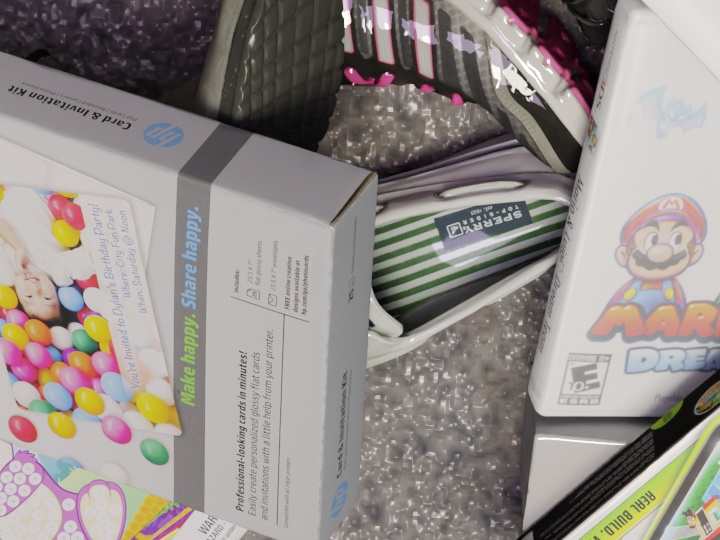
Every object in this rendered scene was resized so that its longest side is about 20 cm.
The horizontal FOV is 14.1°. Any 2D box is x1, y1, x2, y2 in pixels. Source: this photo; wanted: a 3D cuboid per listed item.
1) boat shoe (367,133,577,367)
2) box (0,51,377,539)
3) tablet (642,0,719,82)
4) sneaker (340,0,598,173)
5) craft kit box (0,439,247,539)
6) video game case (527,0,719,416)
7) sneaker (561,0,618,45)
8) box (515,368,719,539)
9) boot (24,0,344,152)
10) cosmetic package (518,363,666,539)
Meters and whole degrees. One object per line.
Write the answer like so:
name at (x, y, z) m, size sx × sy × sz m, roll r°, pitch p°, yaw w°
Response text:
boat shoe at (0.000, 0.000, 1.165) m, size 0.199 × 0.067 × 0.074 m, roll -28°, pitch 104°, yaw 10°
box at (-0.094, 0.006, 1.080) m, size 0.199 × 0.041 × 0.157 m, roll 19°, pitch 130°, yaw 18°
tablet at (0.136, -0.150, 1.032) m, size 0.200 × 0.014 × 0.130 m, roll 44°, pitch 83°, yaw -18°
sneaker at (0.008, -0.094, 1.134) m, size 0.200 × 0.074 × 0.088 m, roll 39°, pitch 105°, yaw -5°
craft kit box at (-0.169, 0.104, 1.216) m, size 0.197 × 0.049 × 0.200 m, roll 36°, pitch 106°, yaw -6°
video game case at (0.176, -0.021, 1.124) m, size 0.199 × 0.024 × 0.183 m, roll 1°, pitch 124°, yaw -15°
sneaker at (0.097, -0.138, 1.117) m, size 0.200 × 0.076 × 0.091 m, roll 38°, pitch 109°, yaw -9°
box at (0.154, 0.098, 1.123) m, size 0.200 × 0.035 × 0.110 m, roll -42°, pitch 104°, yaw 15°
boot at (-0.084, -0.054, 1.113) m, size 0.130 × 0.068 × 0.201 m, roll 28°, pitch 126°, yaw 23°
cosmetic package at (0.165, 0.082, 1.179) m, size 0.199 × 0.083 × 0.051 m, roll 6°, pitch 110°, yaw 1°
